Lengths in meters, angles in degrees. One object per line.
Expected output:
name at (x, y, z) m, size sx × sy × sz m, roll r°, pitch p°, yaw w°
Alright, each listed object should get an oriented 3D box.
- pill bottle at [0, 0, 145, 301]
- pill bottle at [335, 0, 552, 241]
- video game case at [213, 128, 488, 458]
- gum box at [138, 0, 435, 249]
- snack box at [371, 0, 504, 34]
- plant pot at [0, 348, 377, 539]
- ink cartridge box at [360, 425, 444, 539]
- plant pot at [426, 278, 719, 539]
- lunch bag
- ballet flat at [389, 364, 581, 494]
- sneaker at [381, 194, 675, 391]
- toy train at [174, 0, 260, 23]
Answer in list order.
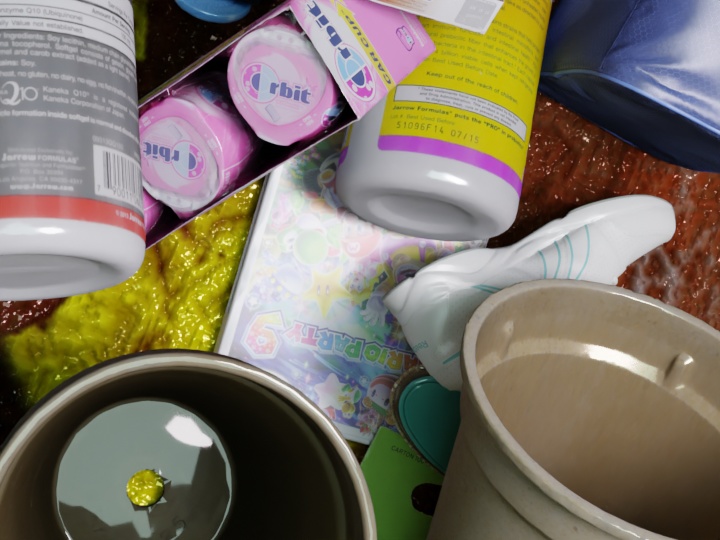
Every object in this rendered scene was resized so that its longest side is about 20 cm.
pill bottle at (-0.164, -0.093, 0.708) m, size 0.116 × 0.116 × 0.200 m, roll -2°, pitch 77°, yaw -14°
pill bottle at (0.053, -0.125, 0.859) m, size 0.104 × 0.104 × 0.200 m, roll 15°, pitch 75°, yaw -15°
video game case at (0.000, 0.000, 0.909) m, size 0.143 × 0.018 × 0.200 m, roll 17°, pitch 90°, yaw -15°
gum box at (-0.071, -0.080, 0.791) m, size 0.200 × 0.114 × 0.066 m, roll -28°, pitch 102°, yaw 32°
snack box at (0.016, -0.201, 0.806) m, size 0.072 × 0.200 × 0.024 m, roll 11°, pitch 130°, yaw -26°
plant pot at (-0.109, 0.133, 0.809) m, size 0.200 × 0.174 × 0.200 m, roll -1°, pitch 94°, yaw -15°
ink cartridge box at (0.035, 0.216, 0.894) m, size 0.148 × 0.076 × 0.200 m, roll 26°, pitch 90°, yaw -18°
plant pot at (0.118, 0.138, 0.805) m, size 0.200 × 0.201 × 0.184 m, roll 11°, pitch 125°, yaw -15°
lunch bag at (0.195, -0.139, 0.854) m, size 0.136 × 0.200 × 0.132 m, roll 27°, pitch 90°, yaw -18°
ballet flat at (0.100, 0.111, 0.919) m, size 0.200 × 0.065 × 0.071 m, roll 35°, pitch 108°, yaw -15°
sneaker at (0.111, 0.013, 0.894) m, size 0.200 × 0.070 × 0.080 m, roll -22°, pitch 80°, yaw -24°
toy train at (-0.118, -0.207, 0.819) m, size 0.200 × 0.114 × 0.087 m, roll 19°, pitch 131°, yaw -5°
